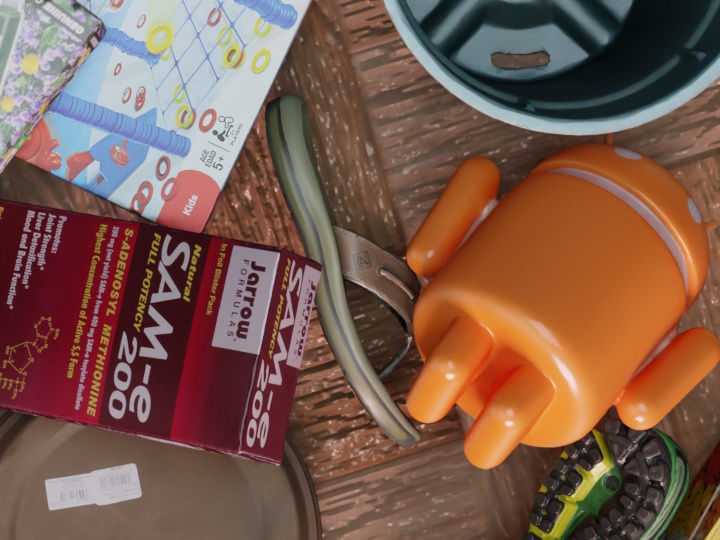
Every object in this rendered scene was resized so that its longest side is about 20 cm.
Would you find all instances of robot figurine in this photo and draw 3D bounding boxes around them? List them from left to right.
[{"bbox_3d":[0.105,0.011,1.356,0.200,0.144,0.117,-47,132,-30],"label":"robot figurine"}]

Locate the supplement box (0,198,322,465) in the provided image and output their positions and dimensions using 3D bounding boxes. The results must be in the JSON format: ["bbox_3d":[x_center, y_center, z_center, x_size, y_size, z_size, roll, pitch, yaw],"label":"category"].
[{"bbox_3d":[-0.130,0.028,1.336,0.200,0.061,0.109,9,84,21],"label":"supplement box"}]

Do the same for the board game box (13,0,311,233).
[{"bbox_3d":[-0.134,-0.145,1.374,0.196,0.056,0.200,25,91,-6],"label":"board game box"}]

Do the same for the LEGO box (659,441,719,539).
[{"bbox_3d":[0.259,0.194,1.414,0.200,0.077,0.149,34,90,-6],"label":"LEGO box"}]

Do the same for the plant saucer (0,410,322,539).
[{"bbox_3d":[-0.118,0.143,1.378,0.200,0.029,0.200,1,77,-6],"label":"plant saucer"}]

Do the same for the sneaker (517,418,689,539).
[{"bbox_3d":[0.111,0.169,1.401,0.200,0.085,0.078,-49,63,15],"label":"sneaker"}]

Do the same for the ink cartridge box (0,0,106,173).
[{"bbox_3d":[-0.231,-0.077,1.313,0.109,0.050,0.200,37,88,-3],"label":"ink cartridge box"}]

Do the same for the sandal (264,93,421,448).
[{"bbox_3d":[0.000,-0.001,1.380,0.057,0.080,0.201,-17,94,-2],"label":"sandal"}]

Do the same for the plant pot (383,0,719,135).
[{"bbox_3d":[0.094,-0.170,1.322,0.200,0.196,0.200,0,93,-6],"label":"plant pot"}]
